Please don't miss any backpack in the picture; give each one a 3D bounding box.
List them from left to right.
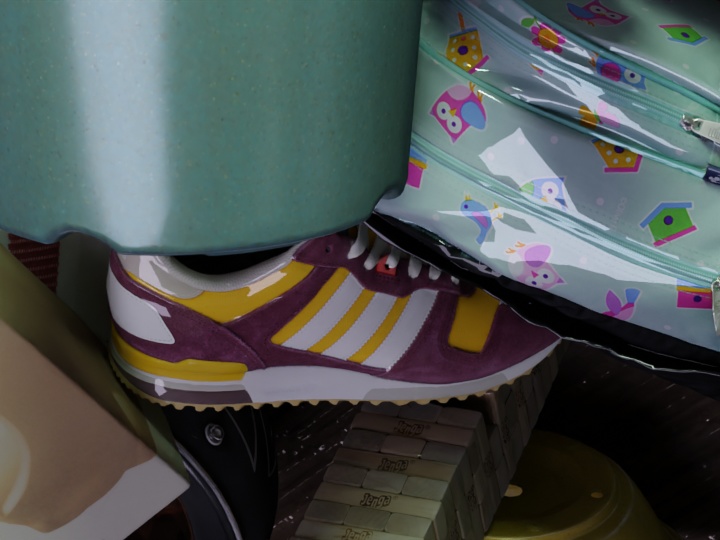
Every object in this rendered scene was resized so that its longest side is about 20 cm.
[{"bbox_3d":[0.096,-0.039,0.934,0.199,0.167,0.127,23,104,-2],"label":"backpack"}]

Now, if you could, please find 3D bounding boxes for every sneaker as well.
[{"bbox_3d":[0.000,0.000,1.026,0.199,0.075,0.090,-8,134,-17],"label":"sneaker"}]

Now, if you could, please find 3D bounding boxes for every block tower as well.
[{"bbox_3d":[0.034,0.066,1.076,0.054,0.200,0.058,8,135,22],"label":"block tower"}]

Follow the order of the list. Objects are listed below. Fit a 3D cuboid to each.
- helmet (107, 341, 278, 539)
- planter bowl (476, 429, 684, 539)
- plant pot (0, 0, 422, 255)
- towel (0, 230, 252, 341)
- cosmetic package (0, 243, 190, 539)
[{"bbox_3d":[-0.139,0.088,1.198,0.200,0.190,0.201,44,145,42],"label":"helmet"},{"bbox_3d":[0.065,0.124,1.121,0.199,0.200,0.084,10,118,22],"label":"planter bowl"},{"bbox_3d":[-0.058,-0.119,0.828,0.199,0.200,0.197,8,110,23],"label":"plant pot"},{"bbox_3d":[-0.117,-0.029,1.018,0.199,0.023,0.145,-6,131,-18],"label":"towel"},{"bbox_3d":[-0.165,0.041,0.991,0.105,0.071,0.200,-38,133,8],"label":"cosmetic package"}]
